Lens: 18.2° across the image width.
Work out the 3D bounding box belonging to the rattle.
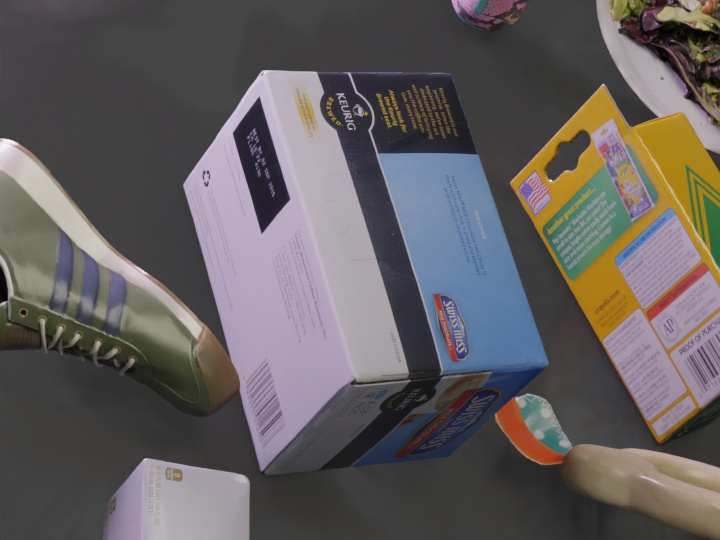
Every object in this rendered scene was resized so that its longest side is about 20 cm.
[{"bbox_3d":[0.162,0.166,1.360,0.200,0.143,0.130,13,23,-3],"label":"rattle"}]

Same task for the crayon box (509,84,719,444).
[{"bbox_3d":[0.188,-0.008,1.417,0.052,0.126,0.200,-18,72,-35],"label":"crayon box"}]

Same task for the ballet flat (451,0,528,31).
[{"bbox_3d":[0.122,-0.246,1.561,0.069,0.071,0.200,33,51,-5],"label":"ballet flat"}]

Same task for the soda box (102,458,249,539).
[{"bbox_3d":[-0.098,0.204,1.171,0.064,0.068,0.200,12,57,-22],"label":"soda box"}]

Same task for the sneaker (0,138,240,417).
[{"bbox_3d":[-0.167,0.024,1.251,0.200,0.067,0.090,45,59,3],"label":"sneaker"}]

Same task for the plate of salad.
[{"bbox_3d":[0.260,-0.168,1.603,0.200,0.048,0.200,13,57,-21],"label":"plate of salad"}]

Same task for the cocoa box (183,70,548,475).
[{"bbox_3d":[0.000,0.000,1.306,0.131,0.133,0.200,-3,63,-30],"label":"cocoa box"}]
